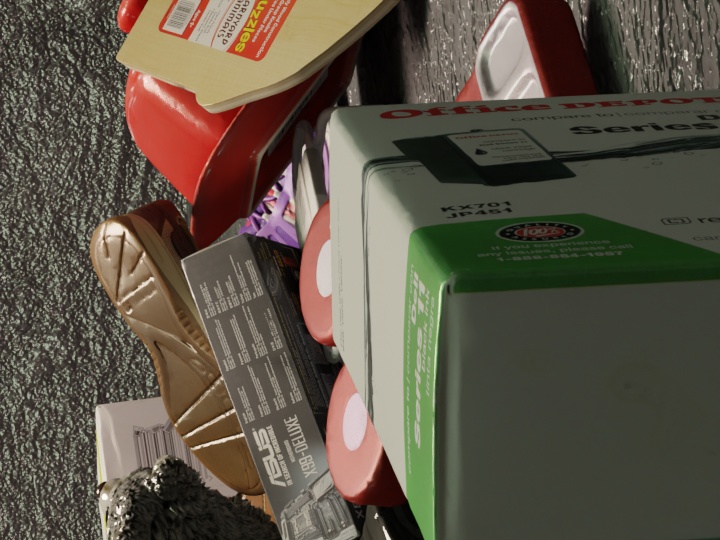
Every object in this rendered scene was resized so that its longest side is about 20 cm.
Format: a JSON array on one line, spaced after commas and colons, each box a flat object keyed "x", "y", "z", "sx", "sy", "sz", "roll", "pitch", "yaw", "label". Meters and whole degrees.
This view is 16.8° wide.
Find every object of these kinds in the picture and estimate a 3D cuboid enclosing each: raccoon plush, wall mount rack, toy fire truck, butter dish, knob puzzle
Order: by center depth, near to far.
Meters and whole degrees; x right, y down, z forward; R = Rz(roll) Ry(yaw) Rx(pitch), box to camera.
[{"x": 0.060, "y": 0.006, "z": 1.006, "sx": 0.168, "sy": 0.112, "sz": 0.200, "roll": 120, "pitch": 149, "yaw": -43, "label": "toy fire truck"}, {"x": -0.040, "y": -0.179, "z": 1.490, "sx": 0.030, "sy": 0.219, "sz": 0.220, "roll": 37, "pitch": -148, "yaw": -43, "label": "knob puzzle"}, {"x": -0.067, "y": 0.173, "z": 1.493, "sx": 0.134, "sy": 0.199, "sz": 0.097, "roll": 86, "pitch": -165, "yaw": -70, "label": "raccoon plush"}, {"x": 0.000, "y": 0.000, "z": 1.544, "sx": 0.200, "sy": 0.074, "sz": 0.174, "roll": -102, "pitch": 13, "yaw": -47, "label": "wall mount rack"}, {"x": -0.095, "y": -0.141, "z": 1.618, "sx": 0.200, "sy": 0.148, "sz": 0.199, "roll": -53, "pitch": -5, "yaw": -18, "label": "butter dish"}]

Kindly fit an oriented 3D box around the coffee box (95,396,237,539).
[{"x": -0.098, "y": 0.223, "z": 1.904, "sx": 0.198, "sy": 0.199, "sz": 0.200, "roll": 98, "pitch": 164, "yaw": -59, "label": "coffee box"}]

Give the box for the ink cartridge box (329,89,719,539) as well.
[{"x": 0.074, "y": 0.008, "z": 0.703, "sx": 0.200, "sy": 0.146, "sz": 0.083, "roll": -122, "pitch": 30, "yaw": -72, "label": "ink cartridge box"}]

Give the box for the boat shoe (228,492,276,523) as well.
[{"x": -0.061, "y": 0.177, "z": 1.649, "sx": 0.200, "sy": 0.068, "sz": 0.072, "roll": 86, "pitch": -168, "yaw": -45, "label": "boat shoe"}]

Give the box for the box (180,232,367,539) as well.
[{"x": -0.033, "y": 0.082, "z": 1.524, "sx": 0.200, "sy": 0.050, "sz": 0.158, "roll": 69, "pitch": -167, "yaw": 10, "label": "box"}]

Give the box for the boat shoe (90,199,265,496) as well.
[{"x": -0.095, "y": 0.046, "z": 1.561, "sx": 0.072, "sy": 0.072, "sz": 0.200, "roll": -32, "pitch": 90, "yaw": 43, "label": "boat shoe"}]

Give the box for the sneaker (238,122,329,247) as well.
[{"x": -0.052, "y": -0.051, "z": 1.830, "sx": 0.081, "sy": 0.083, "sz": 0.201, "roll": -118, "pitch": 26, "yaw": -71, "label": "sneaker"}]

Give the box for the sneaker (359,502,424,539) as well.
[{"x": 0.028, "y": 0.202, "z": 1.359, "sx": 0.200, "sy": 0.076, "sz": 0.091, "roll": -92, "pitch": 22, "yaw": -68, "label": "sneaker"}]
